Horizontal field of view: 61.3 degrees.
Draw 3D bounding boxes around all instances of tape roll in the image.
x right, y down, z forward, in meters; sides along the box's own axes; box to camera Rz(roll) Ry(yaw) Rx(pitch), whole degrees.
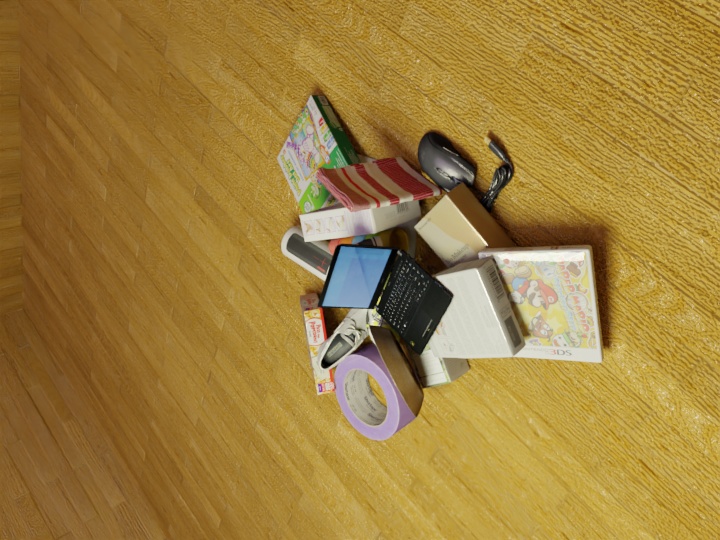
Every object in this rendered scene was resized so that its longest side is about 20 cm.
[{"bbox_3d":[0.037,0.272,1.377,0.198,0.084,0.204,19,117,41],"label":"tape roll"}]

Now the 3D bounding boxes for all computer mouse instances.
[{"bbox_3d":[0.178,-0.193,1.090,0.201,0.046,0.141,51,135,19],"label":"computer mouse"}]

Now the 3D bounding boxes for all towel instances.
[{"bbox_3d":[0.034,-0.162,1.114,0.144,0.197,0.023,47,139,42],"label":"towel"}]

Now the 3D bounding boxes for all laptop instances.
[{"bbox_3d":[0.038,0.056,1.090,0.200,0.103,0.179,44,141,20],"label":"laptop"}]

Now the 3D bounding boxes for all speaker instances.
[{"bbox_3d":[-0.091,-0.028,1.399,0.199,0.080,0.083,32,125,34],"label":"speaker"}]

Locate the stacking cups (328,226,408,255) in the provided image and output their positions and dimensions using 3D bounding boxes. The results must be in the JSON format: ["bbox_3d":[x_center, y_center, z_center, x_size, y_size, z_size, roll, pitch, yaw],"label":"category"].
[{"bbox_3d":[0.007,-0.053,1.258,0.198,0.060,0.062,-2,104,45],"label":"stacking cups"}]

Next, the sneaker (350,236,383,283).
[{"bbox_3d":[0.000,0.000,1.180,0.201,0.078,0.080,92,161,-63],"label":"sneaker"}]

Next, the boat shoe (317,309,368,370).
[{"bbox_3d":[-0.020,0.143,1.341,0.073,0.065,0.201,36,99,-9],"label":"boat shoe"}]

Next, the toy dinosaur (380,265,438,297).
[{"bbox_3d":[0.124,0.050,1.145,0.197,0.058,0.103,24,122,25],"label":"toy dinosaur"}]

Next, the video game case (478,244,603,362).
[{"bbox_3d":[0.296,0.056,1.000,0.179,0.023,0.204,-1,115,33],"label":"video game case"}]

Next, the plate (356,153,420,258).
[{"bbox_3d":[0.036,-0.125,1.270,0.198,0.032,0.204,23,119,37],"label":"plate"}]

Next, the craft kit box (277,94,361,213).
[{"bbox_3d":[-0.095,-0.237,1.330,0.198,0.048,0.202,-52,57,45],"label":"craft kit box"}]

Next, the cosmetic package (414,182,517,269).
[{"bbox_3d":[0.200,-0.041,1.081,0.201,0.071,0.105,49,133,6],"label":"cosmetic package"}]

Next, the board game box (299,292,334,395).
[{"bbox_3d":[-0.105,0.171,1.452,0.152,0.045,0.204,-127,29,-75],"label":"board game box"}]

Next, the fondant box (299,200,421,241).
[{"bbox_3d":[-0.002,-0.107,1.187,0.198,0.143,0.059,-5,102,45],"label":"fondant box"}]

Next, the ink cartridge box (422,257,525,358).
[{"bbox_3d":[0.176,0.073,1.065,0.199,0.047,0.162,-12,105,56],"label":"ink cartridge box"}]

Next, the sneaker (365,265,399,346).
[{"bbox_3d":[0.057,0.083,1.294,0.076,0.075,0.204,3,108,44],"label":"sneaker"}]

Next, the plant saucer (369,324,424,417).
[{"bbox_3d":[0.079,0.190,1.206,0.035,0.200,0.203,-28,82,2],"label":"plant saucer"}]

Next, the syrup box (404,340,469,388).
[{"bbox_3d":[0.137,0.124,1.223,0.078,0.081,0.204,-23,87,42],"label":"syrup box"}]
